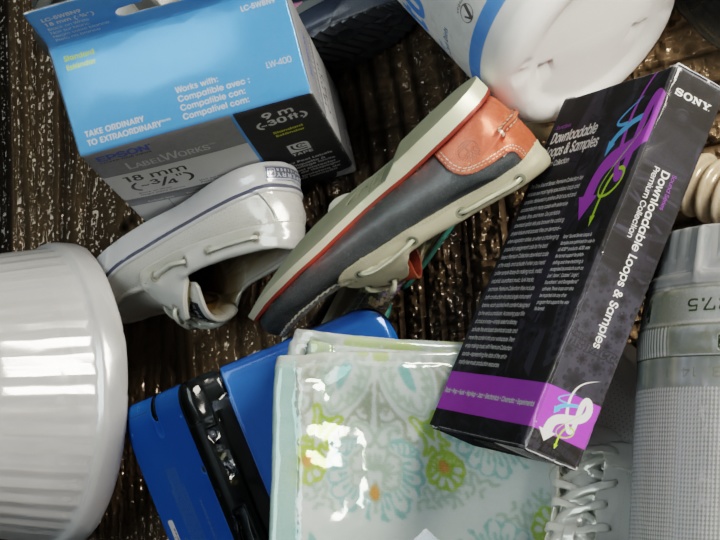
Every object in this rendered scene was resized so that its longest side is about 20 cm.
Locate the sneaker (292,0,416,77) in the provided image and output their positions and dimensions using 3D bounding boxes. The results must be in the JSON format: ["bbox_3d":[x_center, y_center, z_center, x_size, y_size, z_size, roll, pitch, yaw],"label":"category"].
[{"bbox_3d":[-0.054,-0.159,1.089,0.199,0.070,0.083,-21,71,27],"label":"sneaker"}]

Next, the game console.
[{"bbox_3d":[-0.033,0.145,1.021,0.170,0.118,0.201,-25,87,59],"label":"game console"}]

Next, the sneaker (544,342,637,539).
[{"bbox_3d":[0.118,0.136,0.874,0.073,0.115,0.201,-11,87,35],"label":"sneaker"}]

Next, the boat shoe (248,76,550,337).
[{"bbox_3d":[0.017,-0.022,0.947,0.063,0.071,0.200,43,114,-11],"label":"boat shoe"}]

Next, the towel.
[{"bbox_3d":[0.033,0.136,0.940,0.170,0.048,0.201,3,82,-4],"label":"towel"}]

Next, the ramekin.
[{"bbox_3d":[-0.234,0.082,1.108,0.202,0.094,0.204,-4,86,58],"label":"ramekin"}]

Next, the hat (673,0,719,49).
[{"bbox_3d":[0.225,-0.209,0.906,0.200,0.081,0.202,-7,78,34],"label":"hat"}]

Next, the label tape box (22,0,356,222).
[{"bbox_3d":[-0.095,-0.101,1.004,0.143,0.200,0.064,-14,71,7],"label":"label tape box"}]

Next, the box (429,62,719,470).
[{"bbox_3d":[0.108,-0.002,0.869,0.201,0.036,0.143,-68,14,-6],"label":"box"}]

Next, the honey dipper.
[{"bbox_3d":[0.136,-0.069,0.968,0.199,0.038,0.038,24,95,36],"label":"honey dipper"}]

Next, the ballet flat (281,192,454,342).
[{"bbox_3d":[0.000,0.000,1.020,0.201,0.071,0.069,-60,12,13],"label":"ballet flat"}]

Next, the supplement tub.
[{"bbox_3d":[0.075,-0.193,0.973,0.132,0.132,0.200,-50,58,16],"label":"supplement tub"}]

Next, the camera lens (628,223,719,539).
[{"bbox_3d":[0.211,0.087,0.816,0.159,0.160,0.201,-1,81,33],"label":"camera lens"}]

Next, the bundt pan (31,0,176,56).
[{"bbox_3d":[-0.143,-0.205,1.113,0.201,0.076,0.203,-28,46,32],"label":"bundt pan"}]

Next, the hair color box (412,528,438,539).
[{"bbox_3d":[0.072,0.233,0.831,0.200,0.061,0.099,43,143,14],"label":"hair color box"}]

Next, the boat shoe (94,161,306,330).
[{"bbox_3d":[-0.105,0.003,1.082,0.199,0.071,0.070,-29,65,37],"label":"boat shoe"}]
